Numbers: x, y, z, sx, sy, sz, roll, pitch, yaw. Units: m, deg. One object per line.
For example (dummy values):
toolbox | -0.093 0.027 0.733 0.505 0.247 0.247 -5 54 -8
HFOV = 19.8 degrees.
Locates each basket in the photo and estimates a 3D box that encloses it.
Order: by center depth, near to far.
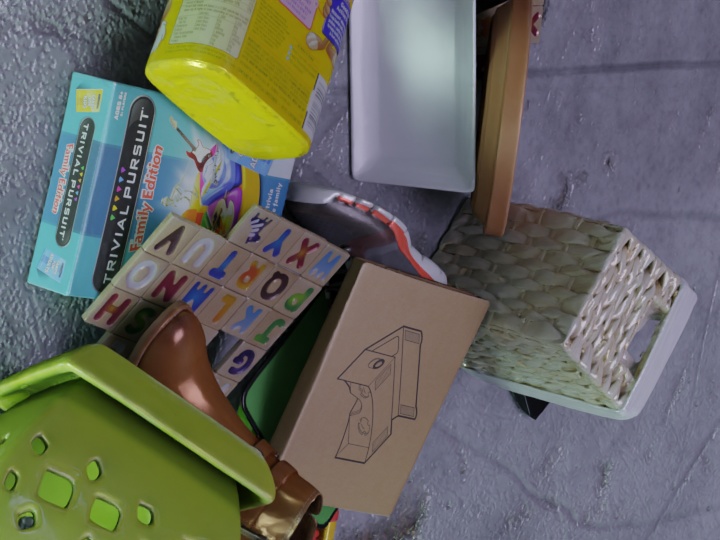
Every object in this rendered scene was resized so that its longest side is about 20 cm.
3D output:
basket | 0.161 0.026 1.761 0.123 0.199 0.136 45 69 -42

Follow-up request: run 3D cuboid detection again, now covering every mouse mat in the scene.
mouse mat | -0.016 0.091 1.694 0.200 0.007 0.161 -53 130 -32

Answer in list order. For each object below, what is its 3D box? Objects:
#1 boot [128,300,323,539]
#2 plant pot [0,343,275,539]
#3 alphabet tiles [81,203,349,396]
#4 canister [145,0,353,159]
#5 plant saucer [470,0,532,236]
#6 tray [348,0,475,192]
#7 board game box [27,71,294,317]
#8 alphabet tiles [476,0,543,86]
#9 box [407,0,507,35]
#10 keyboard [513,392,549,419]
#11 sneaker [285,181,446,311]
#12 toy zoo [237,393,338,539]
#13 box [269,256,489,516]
boot | -0.093 0.123 1.482 0.074 0.154 0.201 -40 151 -30
plant pot | -0.183 0.167 1.364 0.200 0.199 0.182 36 65 -17
alphabet tiles | -0.112 0.023 1.505 0.167 0.008 0.200 -48 147 10
canister | -0.067 -0.198 1.462 0.148 0.086 0.201 40 58 -46
plant saucer | 0.114 -0.130 1.694 0.200 0.032 0.202 7 90 -88
tray | 0.044 -0.164 1.633 0.022 0.107 0.202 -41 134 -60
board game box | -0.138 -0.051 1.496 0.199 0.047 0.152 8 96 -51
alphabet tiles | 0.096 -0.238 1.739 0.199 0.006 0.168 -10 111 -48
box | 0.074 -0.301 1.659 0.143 0.036 0.201 -28 124 -41
keyboard | 0.199 0.037 1.948 0.200 0.021 0.128 -49 141 -29
sneaker | 0.000 0.000 1.645 0.200 0.077 0.082 40 70 -44
toy zoo | -0.066 0.199 1.688 0.131 0.020 0.202 2 101 -50
box | 0.010 0.097 1.653 0.163 0.021 0.201 17 101 -49
